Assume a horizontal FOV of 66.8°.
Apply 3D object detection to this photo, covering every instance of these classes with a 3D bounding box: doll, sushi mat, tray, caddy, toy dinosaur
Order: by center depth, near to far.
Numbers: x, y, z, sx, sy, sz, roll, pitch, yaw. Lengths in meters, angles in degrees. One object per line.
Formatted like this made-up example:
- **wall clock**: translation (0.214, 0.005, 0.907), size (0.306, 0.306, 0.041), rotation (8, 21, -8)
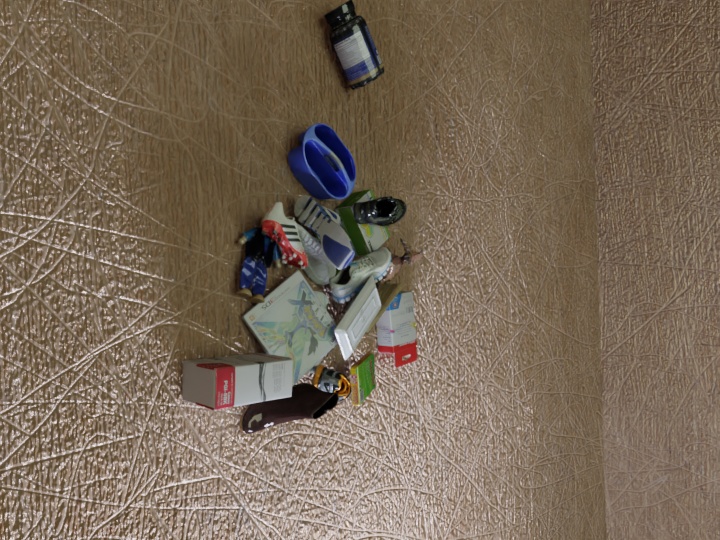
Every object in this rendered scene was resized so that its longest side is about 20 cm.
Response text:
- **doll**: translation (-0.232, -0.032, 1.276), size (0.135, 0.047, 0.208), rotation (29, 64, -45)
- **tray**: translation (0.003, 0.120, 1.386), size (0.202, 0.022, 0.110), rotation (-55, 140, -36)
- **caddy**: translation (-0.090, -0.275, 1.396), size (0.201, 0.103, 0.144), rotation (48, 57, -34)
- **toy dinosaur**: translation (0.090, -0.020, 1.521), size (0.087, 0.134, 0.200), rotation (55, 31, -3)
- **sushi mat**: translation (0.040, 0.101, 1.523), size (0.201, 0.094, 0.012), rotation (-51, 121, -34)

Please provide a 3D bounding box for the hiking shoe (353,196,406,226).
- **hiking shoe**: translation (0.073, -0.158, 1.461), size (0.196, 0.098, 0.079), rotation (-14, 98, -46)

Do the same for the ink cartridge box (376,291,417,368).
- **ink cartridge box**: translation (0.105, 0.171, 1.609), size (0.114, 0.066, 0.209), rotation (-7, 93, -45)

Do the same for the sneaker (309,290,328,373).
- **sneaker**: translation (-0.108, 0.154, 1.384), size (0.079, 0.069, 0.209), rotation (8, 82, -48)

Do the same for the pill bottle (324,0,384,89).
- **pill bottle**: translation (-0.019, -0.613, 1.484), size (0.112, 0.109, 0.205), rotation (-45, 119, -37)

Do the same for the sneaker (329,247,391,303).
- **sneaker**: translation (0.000, 0.000, 1.428), size (0.198, 0.075, 0.088), rotation (-39, 147, -10)

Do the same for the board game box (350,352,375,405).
- **board game box**: translation (0.010, 0.289, 1.479), size (0.199, 0.029, 0.100), rotation (-8, 95, -74)

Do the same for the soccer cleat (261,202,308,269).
- **soccer cleat**: translation (-0.168, -0.077, 1.288), size (0.201, 0.066, 0.088), rotation (57, 43, -52)

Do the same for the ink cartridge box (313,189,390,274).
- **ink cartridge box**: translation (-0.020, -0.102, 1.483), size (0.200, 0.074, 0.151), rotation (-45, 119, -39)

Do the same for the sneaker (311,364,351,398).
- **sneaker**: translation (-0.057, 0.299, 1.397), size (0.200, 0.075, 0.081), rotation (44, 58, -63)

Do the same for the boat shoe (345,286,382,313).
- **boat shoe**: translation (0.002, 0.074, 1.510), size (0.071, 0.069, 0.201), rotation (50, 33, -9)

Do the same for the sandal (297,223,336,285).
- **sandal**: translation (-0.125, -0.049, 1.385), size (0.205, 0.081, 0.050), rotation (56, 9, -35)

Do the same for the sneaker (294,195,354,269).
- **sneaker**: translation (-0.071, -0.101, 1.361), size (0.201, 0.081, 0.114), rotation (51, 19, 17)

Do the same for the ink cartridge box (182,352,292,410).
- **ink cartridge box**: translation (-0.260, 0.232, 1.164), size (0.196, 0.144, 0.087), rotation (2, 88, -45)

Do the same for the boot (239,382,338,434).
- **boot**: translation (-0.163, 0.317, 1.247), size (0.197, 0.163, 0.075), rotation (-26, 106, -43)

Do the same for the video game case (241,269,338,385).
- **video game case**: translation (-0.157, 0.135, 1.303), size (0.181, 0.022, 0.203), rotation (-40, 99, -27)
